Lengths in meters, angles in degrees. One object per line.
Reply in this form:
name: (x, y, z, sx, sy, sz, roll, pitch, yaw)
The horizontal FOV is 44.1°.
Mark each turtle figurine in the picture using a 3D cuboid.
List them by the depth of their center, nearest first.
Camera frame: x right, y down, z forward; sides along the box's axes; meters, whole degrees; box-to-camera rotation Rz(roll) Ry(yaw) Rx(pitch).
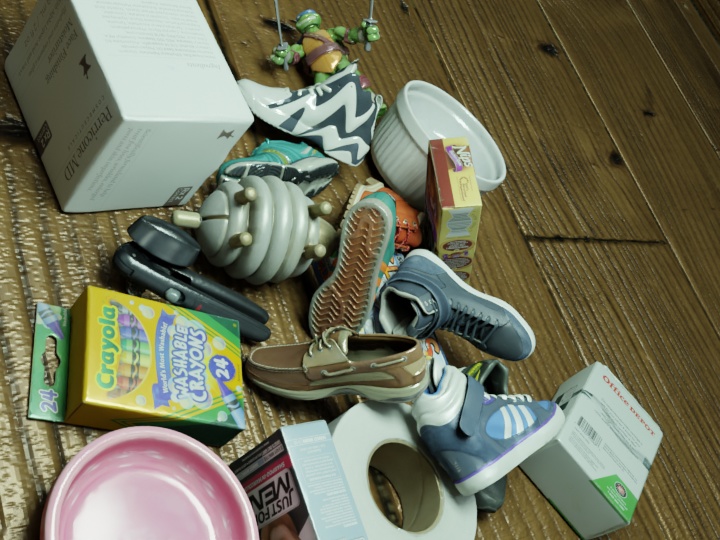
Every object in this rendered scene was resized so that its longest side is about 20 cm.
turtle figurine: (-0.044, -0.299, 1.248, 0.144, 0.200, 0.194, -20, 83, -33)

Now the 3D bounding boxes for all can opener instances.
can opener: (-0.175, 0.023, 0.952, 0.200, 0.079, 0.063, 38, 32, -28)

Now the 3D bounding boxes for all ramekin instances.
ramekin: (0.108, -0.172, 1.312, 0.200, 0.105, 0.200, 31, 34, -24)

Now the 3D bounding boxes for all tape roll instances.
tape roll: (0.028, 0.243, 0.958, 0.202, 0.071, 0.203, 25, 46, -28)

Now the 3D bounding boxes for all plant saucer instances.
plant saucer: (-0.185, 0.239, 0.780, 0.200, 0.051, 0.201, 25, 45, -27)

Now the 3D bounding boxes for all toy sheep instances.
toy sheep: (-0.115, -0.047, 1.007, 0.200, 0.138, 0.138, 14, 51, -28)

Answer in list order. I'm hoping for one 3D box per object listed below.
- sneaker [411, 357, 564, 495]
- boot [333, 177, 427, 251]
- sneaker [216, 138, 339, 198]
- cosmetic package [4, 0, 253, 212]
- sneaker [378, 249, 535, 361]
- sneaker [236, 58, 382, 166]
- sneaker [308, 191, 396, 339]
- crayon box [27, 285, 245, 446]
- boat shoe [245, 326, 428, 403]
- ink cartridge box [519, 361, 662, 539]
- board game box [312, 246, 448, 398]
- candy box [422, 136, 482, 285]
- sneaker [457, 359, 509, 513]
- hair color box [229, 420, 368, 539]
sneaker: (0.141, 0.150, 1.017, 0.200, 0.081, 0.147, -25, 81, -44)
boot: (0.028, -0.060, 1.146, 0.107, 0.075, 0.200, 32, 24, 6)
sneaker: (-0.115, -0.126, 1.130, 0.080, 0.078, 0.200, 44, 30, 20)
cosmetic package: (-0.253, -0.193, 0.965, 0.165, 0.165, 0.200, -9, 65, -46)
sneaker: (0.113, 0.067, 1.091, 0.202, 0.077, 0.146, 35, 28, 8)
sneaker: (-0.060, -0.237, 1.185, 0.199, 0.130, 0.079, 27, 7, -10)
sneaker: (0.000, 0.000, 1.038, 0.071, 0.200, 0.080, 27, 27, 10)
crayon box: (-0.212, 0.093, 0.868, 0.200, 0.052, 0.126, 16, 50, -33)
boat shoe: (-0.026, 0.093, 0.960, 0.200, 0.072, 0.076, 1, 32, 3)
ink cartridge box: (0.318, 0.242, 1.217, 0.147, 0.083, 0.200, 49, 40, 0)
board game box: (0.027, 0.058, 1.129, 0.135, 0.034, 0.200, -1, 60, -43)
candy box: (0.120, -0.069, 1.195, 0.056, 0.200, 0.117, -6, 56, -1)
sneaker: (0.152, 0.196, 1.098, 0.074, 0.085, 0.200, 19, 48, -31)
hair color box: (-0.050, 0.257, 0.852, 0.061, 0.099, 0.200, -1, 61, -44)
